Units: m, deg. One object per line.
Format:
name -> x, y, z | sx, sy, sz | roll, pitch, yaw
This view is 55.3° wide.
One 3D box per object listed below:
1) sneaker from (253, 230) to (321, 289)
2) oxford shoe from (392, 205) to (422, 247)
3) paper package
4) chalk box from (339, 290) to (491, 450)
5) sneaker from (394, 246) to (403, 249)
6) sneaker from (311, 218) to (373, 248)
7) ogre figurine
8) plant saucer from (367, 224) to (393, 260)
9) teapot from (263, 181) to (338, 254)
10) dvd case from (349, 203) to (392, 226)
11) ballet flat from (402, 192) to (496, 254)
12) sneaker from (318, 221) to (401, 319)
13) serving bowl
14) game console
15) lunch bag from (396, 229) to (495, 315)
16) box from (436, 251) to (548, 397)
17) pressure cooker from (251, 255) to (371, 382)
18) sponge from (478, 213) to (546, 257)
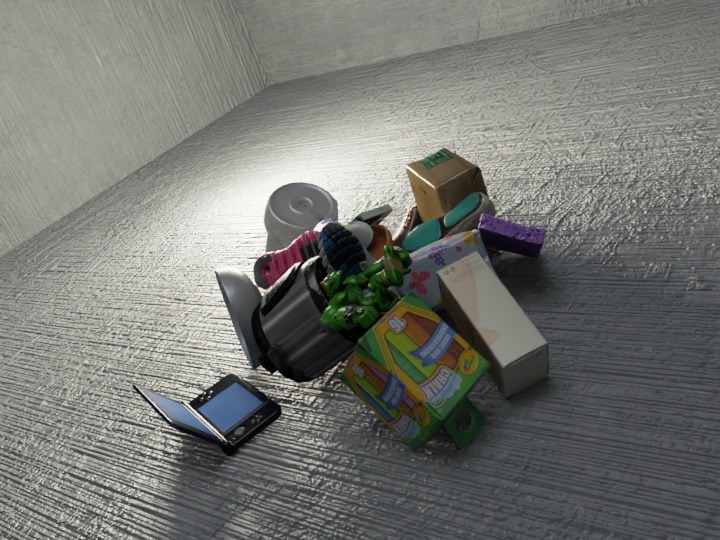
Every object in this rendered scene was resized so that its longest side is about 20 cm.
sneaker -> -0.102, -0.016, 1.289 | 0.198, 0.080, 0.095 | -17, -18, 25
oxford shoe -> 0.108, -0.098, 1.534 | 0.071, 0.073, 0.200 | 5, 37, 40
paper package -> 0.188, -0.134, 1.409 | 0.102, 0.193, 0.200 | -22, 25, -5
chalk box -> 0.090, 0.157, 0.970 | 0.200, 0.124, 0.125 | 41, 55, 12
sneaker -> 0.086, -0.010, 1.388 | 0.199, 0.076, 0.084 | -9, 26, 49
sneaker -> -0.048, -0.072, 1.330 | 0.199, 0.076, 0.106 | -22, 39, 39
ogre figurine -> 0.003, 0.039, 1.037 | 0.119, 0.098, 0.202 | -25, 36, 31
plant saucer -> 0.003, 0.002, 1.381 | 0.200, 0.037, 0.201 | -43, 28, 29
teapot -> -0.146, -0.111, 1.681 | 0.197, 0.147, 0.199 | 2, 48, -9
dvd case -> -0.029, -0.064, 1.475 | 0.200, 0.022, 0.146 | -41, -7, 30
ballet flat -> 0.168, -0.074, 1.287 | 0.199, 0.062, 0.068 | -31, 42, 35
sneaker -> 0.000, 0.000, 1.162 | 0.075, 0.201, 0.087 | -34, 12, 14
serving bowl -> -0.211, 0.082, 1.299 | 0.065, 0.202, 0.200 | -21, 26, -13
game console -> -0.261, 0.218, 1.169 | 0.170, 0.119, 0.199 | -35, 30, -25
lunch bag -> 0.143, 0.015, 1.238 | 0.168, 0.129, 0.200 | -21, -1, -3
box -> 0.198, 0.078, 1.040 | 0.077, 0.095, 0.201 | -26, 49, -6
pressure cooker -> -0.091, 0.094, 1.185 | 0.199, 0.175, 0.180 | -38, 54, 25
sponge -> 0.269, -0.059, 1.227 | 0.110, 0.030, 0.200 | 15, -3, 13
